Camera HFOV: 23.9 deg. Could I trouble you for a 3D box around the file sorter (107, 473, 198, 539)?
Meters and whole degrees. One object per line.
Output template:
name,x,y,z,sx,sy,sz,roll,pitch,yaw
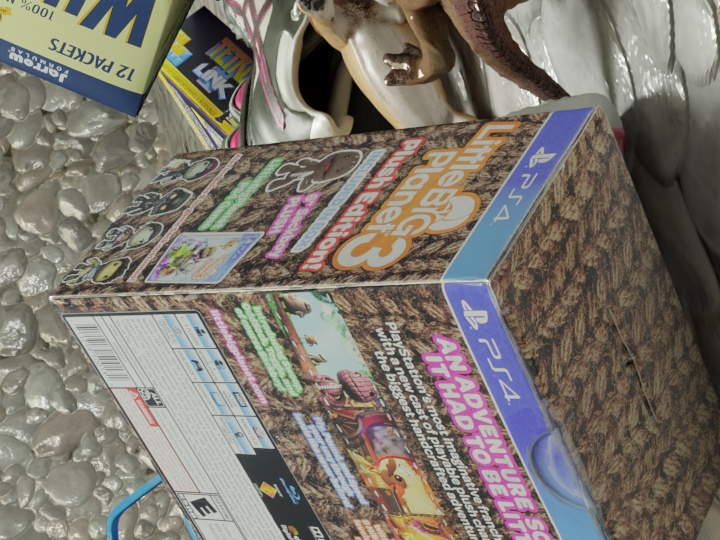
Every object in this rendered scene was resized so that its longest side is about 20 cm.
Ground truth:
file sorter,-0.001,0.127,0.826,0.123,0.199,0.139,-39,76,47

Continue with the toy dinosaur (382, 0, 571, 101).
toy dinosaur,0.036,-0.151,0.669,0.136,0.085,0.201,122,131,-76

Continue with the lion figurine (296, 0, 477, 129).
lion figurine,0.023,-0.099,0.880,0.122,0.072,0.201,-5,-107,-83

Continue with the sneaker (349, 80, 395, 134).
sneaker,0.006,-0.034,1.002,0.074,0.087,0.201,37,148,47

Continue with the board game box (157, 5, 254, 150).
board game box,-0.045,-0.058,1.124,0.165,0.057,0.200,46,170,41

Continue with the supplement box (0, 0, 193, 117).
supplement box,-0.144,-0.245,1.024,0.200,0.134,0.201,116,174,-45

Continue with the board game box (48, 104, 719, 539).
board game box,0.013,0.038,0.637,0.199,0.097,0.160,-2,128,37

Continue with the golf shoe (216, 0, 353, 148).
golf shoe,-0.033,-0.143,0.968,0.088,0.077,0.201,-29,61,52

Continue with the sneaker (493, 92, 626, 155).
sneaker,0.080,0.004,0.697,0.200,0.075,0.105,90,163,-74
